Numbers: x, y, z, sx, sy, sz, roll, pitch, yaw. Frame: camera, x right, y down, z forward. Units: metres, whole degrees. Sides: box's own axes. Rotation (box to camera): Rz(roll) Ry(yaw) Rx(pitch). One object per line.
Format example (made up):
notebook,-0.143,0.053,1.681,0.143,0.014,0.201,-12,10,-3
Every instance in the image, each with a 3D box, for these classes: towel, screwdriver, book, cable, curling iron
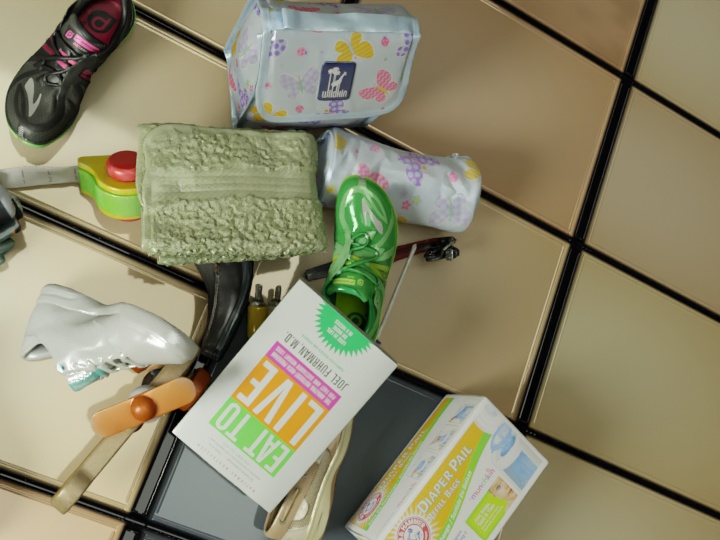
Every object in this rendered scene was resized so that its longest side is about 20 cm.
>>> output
towel,-0.130,-0.080,0.841,0.198,0.036,0.150,-1,77,-26
screwdriver,0.025,0.063,0.928,0.028,0.029,0.202,24,91,-12
book,-0.075,0.127,0.837,0.133,0.048,0.200,40,92,-1
cable,-0.100,0.120,0.902,0.096,0.050,0.202,19,89,-29
curling iron,0.029,-0.016,0.952,0.198,0.050,0.026,-9,102,-20

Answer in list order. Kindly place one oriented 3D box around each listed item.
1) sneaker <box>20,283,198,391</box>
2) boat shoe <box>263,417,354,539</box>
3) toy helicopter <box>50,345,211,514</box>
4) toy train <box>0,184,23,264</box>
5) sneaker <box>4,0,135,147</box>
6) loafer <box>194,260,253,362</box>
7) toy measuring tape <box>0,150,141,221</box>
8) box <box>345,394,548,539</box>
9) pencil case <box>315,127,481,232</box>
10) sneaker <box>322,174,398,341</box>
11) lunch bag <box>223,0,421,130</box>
sneaker,-0.243,0.076,0.780,0.075,0.198,0.089,52,54,-52
boat shoe,-0.054,0.192,0.881,0.064,0.071,0.203,16,79,-18
toy helicopter,-0.223,0.150,0.792,0.079,0.132,0.201,41,72,-11
toy train,-0.407,-0.017,0.756,0.199,0.114,0.086,-34,95,-20
sneaker,-0.300,-0.219,0.837,0.076,0.084,0.202,29,74,-14
loafer,-0.148,-0.003,0.878,0.071,0.073,0.202,15,69,-9
toy measuring tape,-0.276,-0.082,0.834,0.198,0.073,0.075,-6,85,-19
box,0.094,0.250,0.912,0.112,0.101,0.200,44,71,-10
pencil case,0.041,-0.103,0.946,0.198,0.083,0.092,9,102,-18
sneaker,0.000,0.000,0.877,0.073,0.084,0.203,4,97,6
lunch bag,-0.047,-0.217,0.868,0.168,0.200,0.129,-5,84,-21
